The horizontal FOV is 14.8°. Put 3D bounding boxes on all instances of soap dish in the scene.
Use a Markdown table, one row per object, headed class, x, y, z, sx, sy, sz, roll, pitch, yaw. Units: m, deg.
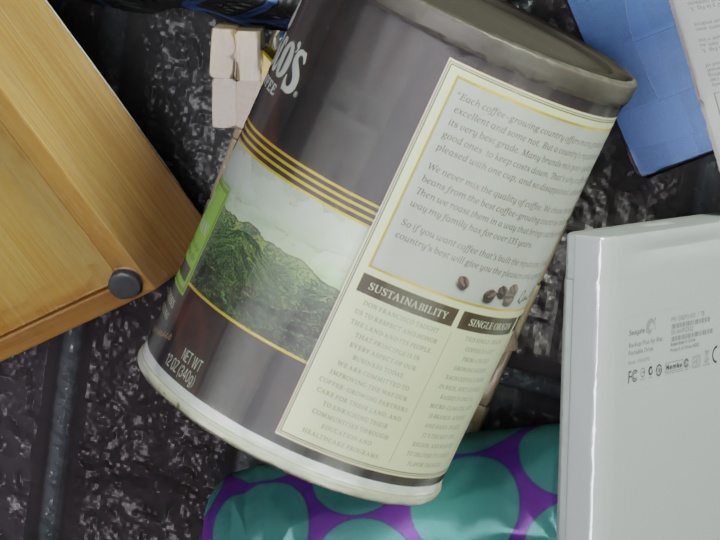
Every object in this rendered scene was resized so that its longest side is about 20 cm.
| class | x | y | z | sx | sy | sz | roll | pitch | yaw |
| --- | --- | --- | --- | --- | --- | --- | --- | --- | --- |
| soap dish | -0.187 | -0.047 | 1.303 | 0.157 | 0.081 | 0.200 | -24 | 119 | 21 |

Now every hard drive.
| class | x | y | z | sx | sy | sz | roll | pitch | yaw |
| --- | --- | --- | --- | --- | --- | --- | --- | --- | --- |
| hard drive | 0.131 | 0.079 | 1.224 | 0.026 | 0.132 | 0.201 | 7 | 99 | 37 |

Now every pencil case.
| class | x | y | z | sx | sy | sz | roll | pitch | yaw |
| --- | --- | --- | --- | --- | --- | --- | --- | --- | --- |
| pencil case | 0.028 | 0.124 | 1.299 | 0.199 | 0.085 | 0.093 | -9 | 138 | 18 |

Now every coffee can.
| class | x | y | z | sx | sy | sz | roll | pitch | yaw |
| --- | --- | --- | --- | --- | --- | --- | --- | --- | --- |
| coffee can | 0.010 | -0.022 | 1.181 | 0.146 | 0.146 | 0.200 | 27 | 101 | 11 |

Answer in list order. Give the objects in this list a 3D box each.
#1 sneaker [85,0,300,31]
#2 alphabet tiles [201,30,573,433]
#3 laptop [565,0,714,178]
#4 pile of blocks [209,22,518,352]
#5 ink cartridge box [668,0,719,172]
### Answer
| class | x | y | z | sx | sy | sz | roll | pitch | yaw |
| --- | --- | --- | --- | --- | --- | --- | --- | --- | --- |
| sneaker | -0.097 | -0.164 | 1.297 | 0.199 | 0.076 | 0.077 | 11 | 83 | 15 |
| alphabet tiles | 0.000 | 0.000 | 1.327 | 0.167 | 0.008 | 0.200 | 26 | 108 | 11 |
| laptop | 0.155 | -0.156 | 1.186 | 0.187 | 0.200 | 0.116 | -21 | 61 | 21 |
| pile of blocks | 0.005 | -0.042 | 1.284 | 0.082 | 0.062 | 0.200 | -36 | 97 | 9 |
| ink cartridge box | 0.213 | -0.122 | 1.178 | 0.160 | 0.050 | 0.200 | -10 | 135 | 14 |
